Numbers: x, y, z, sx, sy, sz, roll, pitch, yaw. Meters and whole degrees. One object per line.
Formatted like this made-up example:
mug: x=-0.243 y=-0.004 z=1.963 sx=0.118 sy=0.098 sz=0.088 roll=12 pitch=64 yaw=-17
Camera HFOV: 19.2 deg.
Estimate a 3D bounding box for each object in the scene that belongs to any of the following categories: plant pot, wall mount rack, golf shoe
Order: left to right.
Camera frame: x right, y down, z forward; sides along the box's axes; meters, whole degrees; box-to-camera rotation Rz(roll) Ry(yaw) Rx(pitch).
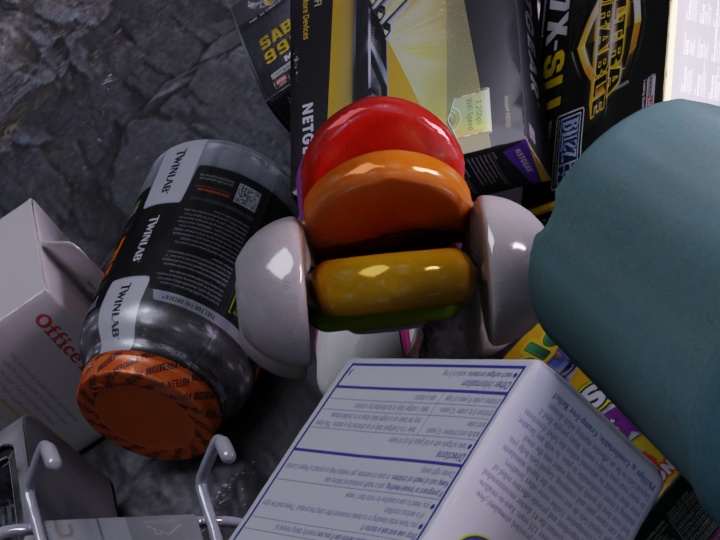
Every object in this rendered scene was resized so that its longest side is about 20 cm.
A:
wall mount rack: x=-0.116 y=0.175 z=1.226 sx=0.075 sy=0.199 sz=0.174 roll=-63 pitch=38 yaw=40
golf shoe: x=0.000 y=0.000 z=1.387 sx=0.072 sy=0.092 sz=0.201 roll=-14 pitch=44 yaw=31
plant pot: x=0.196 y=0.023 z=1.031 sx=0.200 sy=0.200 sz=0.196 roll=-43 pitch=47 yaw=-5

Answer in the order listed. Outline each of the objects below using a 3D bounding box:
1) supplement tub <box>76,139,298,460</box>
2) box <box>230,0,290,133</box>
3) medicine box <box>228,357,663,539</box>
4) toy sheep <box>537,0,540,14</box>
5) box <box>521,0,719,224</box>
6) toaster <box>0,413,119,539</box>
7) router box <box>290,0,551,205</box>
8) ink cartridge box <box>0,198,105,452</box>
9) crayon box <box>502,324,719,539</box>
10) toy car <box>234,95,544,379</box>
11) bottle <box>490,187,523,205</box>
supplement tub: x=-0.115 y=0.020 z=1.442 sx=0.122 sy=0.123 sz=0.201 roll=-12 pitch=43 yaw=34
box: x=0.004 y=-0.208 z=1.649 sx=0.199 sy=0.048 sz=0.159 roll=-33 pitch=36 yaw=9
medicine box: x=0.022 y=0.150 z=1.063 sx=0.201 sy=0.103 sz=0.182 roll=-57 pitch=24 yaw=-19
toy sheep: x=0.123 y=-0.219 z=1.480 sx=0.199 sy=0.138 sz=0.138 roll=-22 pitch=38 yaw=30
box: x=0.165 y=-0.137 z=1.311 sx=0.160 sy=0.049 sz=0.201 roll=160 pitch=119 yaw=-64
toaster: x=-0.242 y=0.215 z=1.348 sx=0.180 sy=0.119 sz=0.200 roll=-34 pitch=36 yaw=10
router box: x=0.035 y=-0.134 z=1.362 sx=0.156 sy=0.052 sz=0.201 roll=-14 pitch=57 yaw=18
ink cartridge box: x=-0.250 y=0.060 z=1.517 sx=0.199 sy=0.129 sz=0.125 roll=-33 pitch=35 yaw=7
crayon box: x=0.127 y=0.105 z=1.182 sx=0.200 sy=0.058 sz=0.172 roll=-47 pitch=36 yaw=-10
toy car: x=0.012 y=-0.022 z=1.218 sx=0.174 sy=0.200 sz=0.151 roll=-6 pitch=83 yaw=-4
bottle: x=0.062 y=-0.103 z=1.450 sx=0.065 sy=0.084 sz=0.200 roll=-39 pitch=36 yaw=1
